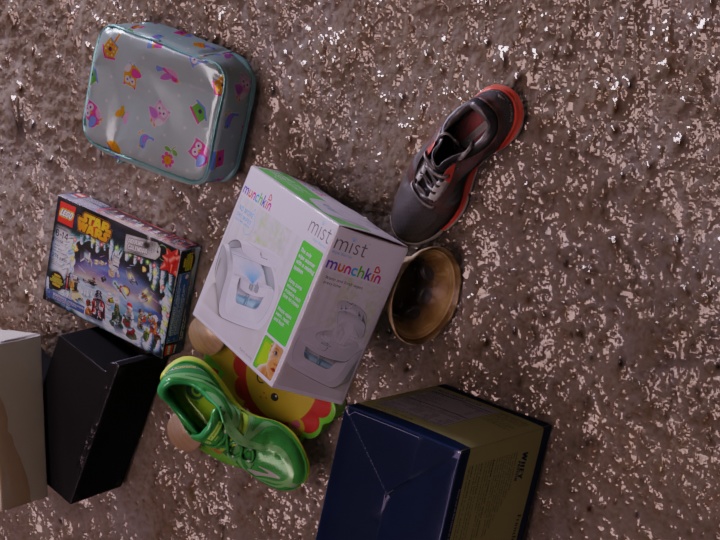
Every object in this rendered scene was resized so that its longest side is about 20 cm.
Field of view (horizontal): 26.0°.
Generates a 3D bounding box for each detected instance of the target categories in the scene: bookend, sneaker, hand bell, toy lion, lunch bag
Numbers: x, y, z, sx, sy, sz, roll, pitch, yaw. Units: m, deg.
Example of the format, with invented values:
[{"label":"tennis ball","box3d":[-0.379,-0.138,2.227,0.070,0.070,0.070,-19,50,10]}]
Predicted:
[{"label":"bookend","box3d":[-0.360,0.140,1.899,0.199,0.092,0.200,33,114,26]},{"label":"sneaker","box3d":[-0.146,0.179,1.707,0.200,0.084,0.074,37,114,6]},{"label":"hand bell","box3d":[0.000,0.000,1.651,0.199,0.104,0.105,21,111,42]},{"label":"sneaker","box3d":[0.079,-0.106,1.562,0.077,0.082,0.200,45,120,18]},{"label":"toy lion","box3d":[-0.108,0.136,1.755,0.191,0.069,0.201,23,112,20]},{"label":"lunch bag","box3d":[-0.217,-0.185,1.748,0.199,0.077,0.161,22,112,28]}]

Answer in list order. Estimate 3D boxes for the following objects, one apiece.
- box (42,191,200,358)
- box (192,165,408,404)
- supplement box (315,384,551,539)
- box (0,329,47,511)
[{"label":"box","box3d":[-0.287,0.003,1.855,0.199,0.040,0.138,23,110,29]},{"label":"box","box3d":[-0.063,0.012,1.596,0.200,0.096,0.177,37,107,54]},{"label":"supplement box","box3d":[0.070,0.236,1.554,0.134,0.199,0.201,19,103,30]},{"label":"box","box3d":[-0.432,0.175,1.850,0.094,0.078,0.202,3,99,35]}]
